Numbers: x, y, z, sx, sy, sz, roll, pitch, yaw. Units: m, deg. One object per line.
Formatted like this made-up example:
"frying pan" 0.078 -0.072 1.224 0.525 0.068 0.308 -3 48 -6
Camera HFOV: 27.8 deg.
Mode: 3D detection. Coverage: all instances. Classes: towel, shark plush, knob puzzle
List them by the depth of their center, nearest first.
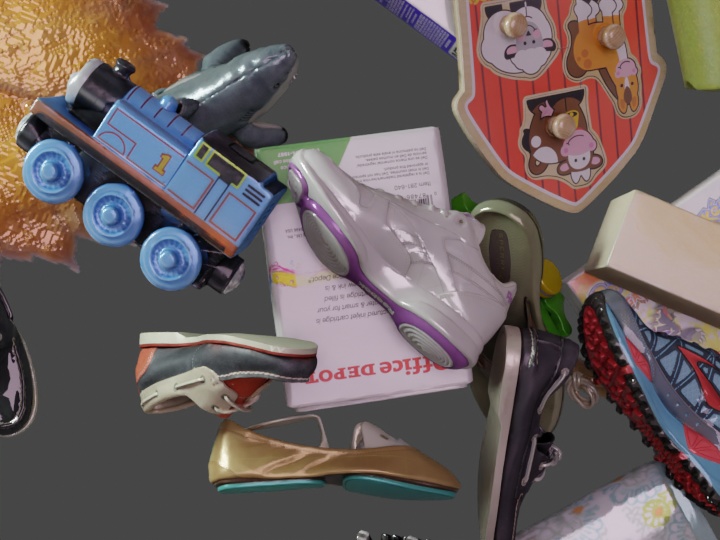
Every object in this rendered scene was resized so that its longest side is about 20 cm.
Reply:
"shark plush" -0.144 -0.131 1.130 0.198 0.083 0.092 -12 89 -5
"knob puzzle" 0.165 -0.143 1.153 0.218 0.030 0.222 -5 102 -25
"towel" 0.218 0.273 1.159 0.170 0.048 0.201 -28 89 -7

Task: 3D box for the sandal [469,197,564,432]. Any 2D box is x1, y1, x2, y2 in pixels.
"sandal" 0.108 0.045 1.127 0.079 0.057 0.203 -1 113 25

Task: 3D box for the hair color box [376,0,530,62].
"hair color box" 0.049 -0.263 1.167 0.199 0.065 0.110 36 84 -4

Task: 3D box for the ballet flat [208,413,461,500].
"ballet flat" -0.019 0.144 1.138 0.198 0.069 0.064 3 73 -6

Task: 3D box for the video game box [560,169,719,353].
"video game box" 0.291 0.030 1.181 0.199 0.047 0.183 -35 88 -6

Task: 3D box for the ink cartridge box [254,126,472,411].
"ink cartridge box" 0.000 0.000 1.136 0.143 0.084 0.202 -7 87 -5

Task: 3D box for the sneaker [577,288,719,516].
"sneaker" 0.247 0.087 1.124 0.095 0.079 0.201 -38 98 -15

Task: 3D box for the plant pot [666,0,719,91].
"plant pot" 0.313 -0.238 1.140 0.198 0.200 0.186 -8 99 -6

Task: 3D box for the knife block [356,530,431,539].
"knife block" 0.038 0.294 1.081 0.064 0.175 0.202 0 86 38

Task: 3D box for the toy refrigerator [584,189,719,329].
"toy refrigerator" 0.282 0.005 1.121 0.199 0.076 0.070 23 85 -2

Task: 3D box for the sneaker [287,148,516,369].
"sneaker" 0.030 -0.022 1.071 0.200 0.075 0.100 45 70 -6

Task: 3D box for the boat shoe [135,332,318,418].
"boat shoe" -0.102 0.078 1.079 0.071 0.199 0.063 10 81 -41

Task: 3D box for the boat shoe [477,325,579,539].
"boat shoe" 0.125 0.137 1.099 0.062 0.073 0.202 3 113 -4

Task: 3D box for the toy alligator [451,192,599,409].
"toy alligator" 0.139 0.017 1.168 0.201 0.059 0.054 56 40 -7

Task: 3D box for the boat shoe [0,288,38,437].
"boat shoe" -0.306 0.035 1.115 0.074 0.066 0.201 -18 89 -6

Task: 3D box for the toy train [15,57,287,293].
"toy train" -0.154 -0.070 1.063 0.199 0.087 0.115 37 98 1
